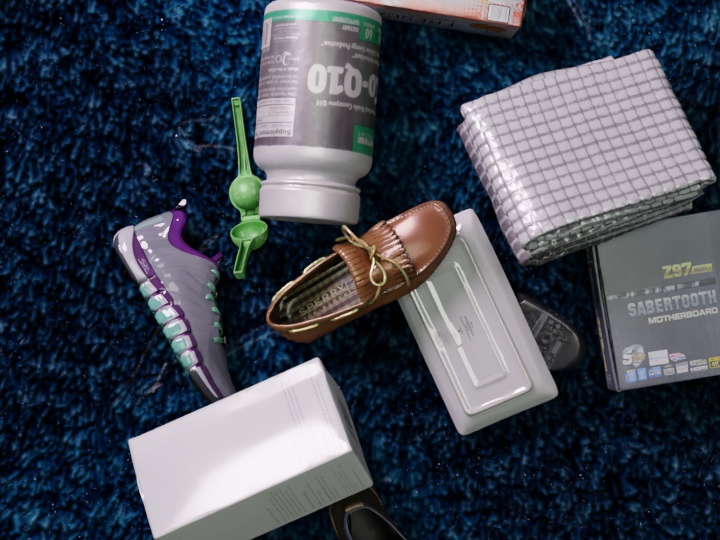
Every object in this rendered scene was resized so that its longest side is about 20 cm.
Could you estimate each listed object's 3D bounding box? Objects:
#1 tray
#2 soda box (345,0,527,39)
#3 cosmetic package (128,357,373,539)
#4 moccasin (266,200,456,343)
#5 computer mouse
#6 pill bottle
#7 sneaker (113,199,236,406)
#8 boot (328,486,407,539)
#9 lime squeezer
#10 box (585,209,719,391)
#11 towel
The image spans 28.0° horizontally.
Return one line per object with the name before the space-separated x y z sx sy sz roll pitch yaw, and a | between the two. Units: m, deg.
tray | 0.101 0.052 1.383 0.107 0.022 0.201 -24 93 14
soda box | 0.059 -0.273 1.383 0.199 0.068 0.064 9 88 -3
cosmetic package | -0.102 0.178 1.332 0.199 0.081 0.113 -23 54 4
moccasin | -0.001 -0.002 1.346 0.201 0.078 0.074 -26 77 14
computer mouse | 0.130 0.034 1.403 0.200 0.034 0.059 33 104 4
pill bottle | -0.042 -0.146 1.354 0.113 0.113 0.201 4 89 -2
sneaker | -0.152 0.033 1.367 0.087 0.074 0.200 -30 90 -8
boot | 0.028 0.293 1.355 0.075 0.097 0.200 -31 90 -3
lime squeezer | -0.114 -0.066 1.376 0.038 0.071 0.201 -15 58 20
box | 0.326 0.024 1.397 0.199 0.051 0.158 -8 88 -2
towel | 0.211 -0.107 1.360 0.199 0.086 0.166 -18 65 -7
